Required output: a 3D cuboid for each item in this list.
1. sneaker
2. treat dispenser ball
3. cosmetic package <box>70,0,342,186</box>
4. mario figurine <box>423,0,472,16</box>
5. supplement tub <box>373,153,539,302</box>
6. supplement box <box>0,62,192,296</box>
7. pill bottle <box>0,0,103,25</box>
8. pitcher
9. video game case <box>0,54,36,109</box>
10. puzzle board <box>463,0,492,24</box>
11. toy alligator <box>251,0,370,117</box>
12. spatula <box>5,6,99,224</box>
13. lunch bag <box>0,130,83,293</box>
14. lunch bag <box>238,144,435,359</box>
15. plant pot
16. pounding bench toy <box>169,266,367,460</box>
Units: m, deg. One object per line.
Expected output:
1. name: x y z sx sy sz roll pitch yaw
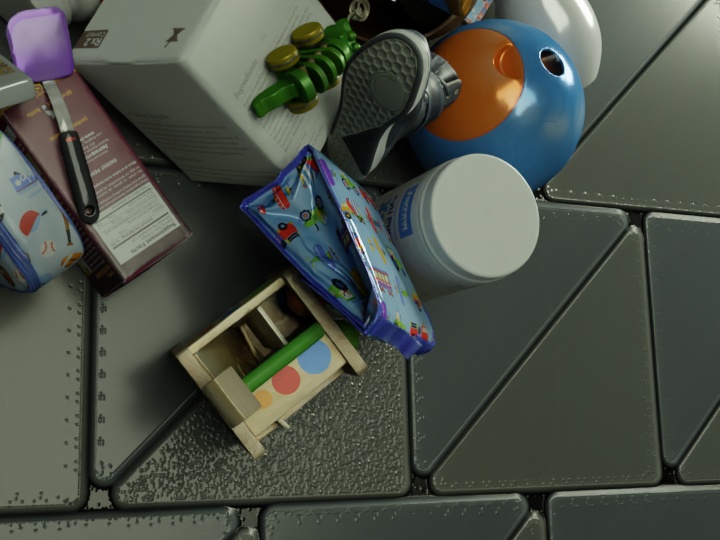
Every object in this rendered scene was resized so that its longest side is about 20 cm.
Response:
1. sneaker: 0.048 -0.188 0.999 0.077 0.202 0.146 45 60 6
2. treat dispenser ball: 0.150 -0.179 1.160 0.201 0.201 0.201 5 78 -24
3. cosmetic package: -0.136 -0.205 1.014 0.200 0.165 0.165 47 60 -46
4. mario figurine: 0.018 -0.314 0.997 0.200 0.123 0.106 16 110 11
5. supplement tub: 0.083 -0.039 1.103 0.132 0.200 0.132 5 78 -23
6. supplement box: -0.265 -0.083 1.002 0.086 0.110 0.200 -38 97 -25
7. pill bottle: -0.276 -0.324 1.042 0.114 0.114 0.200 47 66 -10
8. pitcher: 0.216 -0.323 1.265 0.172 0.121 0.200 -78 145 -61
9. video game case: -0.409 -0.163 0.918 0.182 0.200 0.023 -25 127 -26
10. puzzle board: 0.101 -0.418 1.287 0.200 0.017 0.151 37 67 -14
11. toy alligator: -0.028 -0.205 0.973 0.200 0.054 0.059 -50 132 -34
12. spatula: -0.271 -0.139 0.936 0.056 0.021 0.200 -15 87 -27
13. lunch bag: -0.332 -0.059 0.920 0.076 0.200 0.160 -43 112 -23
14. lunch bag: 0.000 0.000 0.981 0.094 0.151 0.200 -40 65 8
15. plant pot: 0.064 -0.332 1.146 0.187 0.200 0.187 1 95 18
16. pounding bench toy: -0.079 0.082 0.989 0.156 0.200 0.124 -38 96 -12
